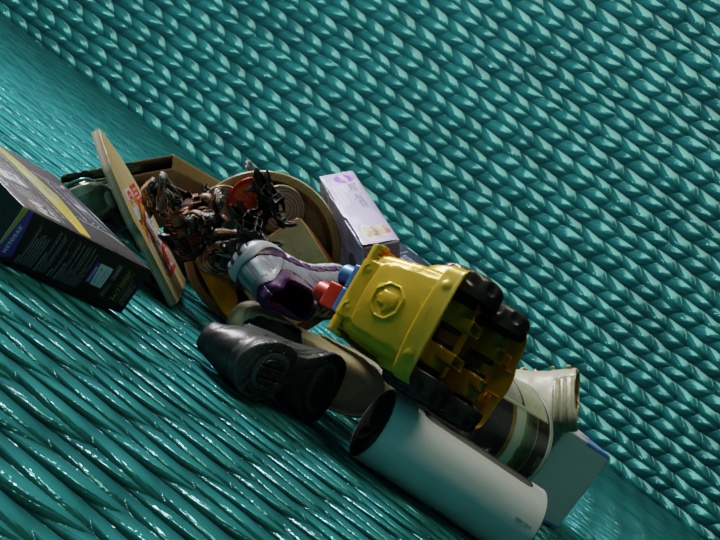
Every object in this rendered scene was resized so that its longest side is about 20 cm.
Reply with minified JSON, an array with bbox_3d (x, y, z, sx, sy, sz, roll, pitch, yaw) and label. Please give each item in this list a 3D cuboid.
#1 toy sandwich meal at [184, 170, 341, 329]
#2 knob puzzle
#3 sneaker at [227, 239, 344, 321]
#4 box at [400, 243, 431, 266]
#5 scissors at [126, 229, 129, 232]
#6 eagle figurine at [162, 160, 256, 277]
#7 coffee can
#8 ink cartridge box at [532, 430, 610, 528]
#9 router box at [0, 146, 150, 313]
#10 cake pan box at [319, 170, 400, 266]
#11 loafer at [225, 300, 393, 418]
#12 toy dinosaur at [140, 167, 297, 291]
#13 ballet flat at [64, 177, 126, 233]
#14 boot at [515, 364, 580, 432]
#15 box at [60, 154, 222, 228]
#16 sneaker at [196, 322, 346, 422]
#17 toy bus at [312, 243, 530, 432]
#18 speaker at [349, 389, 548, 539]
[{"bbox_3d":[-0.110,-0.018,1.544,0.205,0.205,0.070,36,-4,-3],"label":"toy sandwich meal"},{"bbox_3d":[-0.254,-0.059,1.468,0.220,0.030,0.220,154,-90,-89],"label":"knob puzzle"},{"bbox_3d":[-0.053,0.035,1.434,0.200,0.074,0.088,17,26,-43],"label":"sneaker"},{"bbox_3d":[0.062,0.086,1.797,0.051,0.200,0.158,-13,38,-40],"label":"box"},{"bbox_3d":[-0.243,-0.027,1.762,0.073,0.014,0.200,36,4,26],"label":"scissors"},{"bbox_3d":[-0.127,-0.019,1.655,0.200,0.151,0.152,44,16,14],"label":"eagle figurine"},{"bbox_3d":[0.120,0.170,1.550,0.146,0.147,0.200,38,4,36],"label":"coffee can"},{"bbox_3d":[0.210,0.230,1.817,0.128,0.125,0.200,33,4,-45],"label":"ink cartridge box"},{"bbox_3d":[-0.301,-0.053,1.196,0.200,0.052,0.157,39,5,40],"label":"router box"},{"bbox_3d":[0.000,0.000,1.617,0.052,0.185,0.200,-10,30,-14],"label":"cake pan box"},{"bbox_3d":[-0.057,0.101,1.421,0.200,0.076,0.068,27,5,0],"label":"loafer"},{"bbox_3d":[-0.147,-0.039,1.473,0.200,0.136,0.102,32,39,-32],"label":"toy dinosaur"},{"bbox_3d":[-0.296,-0.067,1.532,0.062,0.067,0.200,64,8,2],"label":"ballet flat"},{"bbox_3d":[0.207,0.141,1.735,0.200,0.154,0.072,-86,164,-50],"label":"boot"},{"bbox_3d":[-0.255,-0.097,1.693,0.163,0.021,0.200,-8,-17,22],"label":"box"},{"bbox_3d":[-0.084,0.089,1.304,0.091,0.076,0.200,30,-3,32],"label":"sneaker"},{"bbox_3d":[0.052,0.059,1.359,0.192,0.136,0.200,23,-10,34],"label":"toy bus"},{"bbox_3d":[0.088,0.204,1.343,0.200,0.081,0.081,35,3,-14],"label":"speaker"}]
